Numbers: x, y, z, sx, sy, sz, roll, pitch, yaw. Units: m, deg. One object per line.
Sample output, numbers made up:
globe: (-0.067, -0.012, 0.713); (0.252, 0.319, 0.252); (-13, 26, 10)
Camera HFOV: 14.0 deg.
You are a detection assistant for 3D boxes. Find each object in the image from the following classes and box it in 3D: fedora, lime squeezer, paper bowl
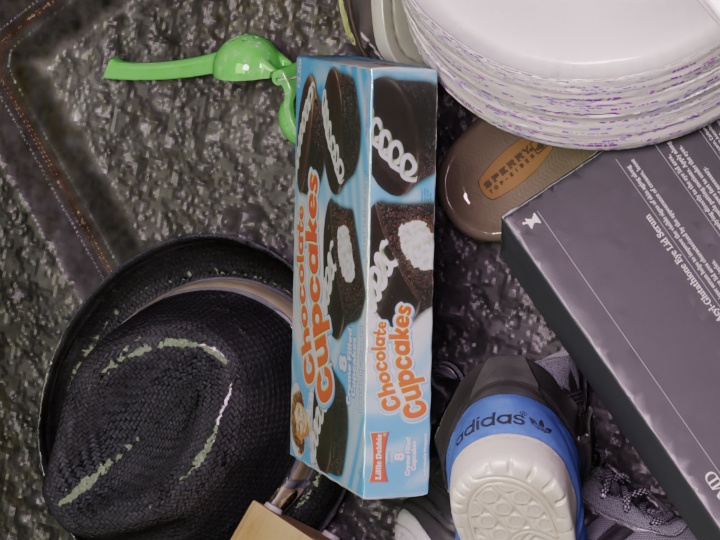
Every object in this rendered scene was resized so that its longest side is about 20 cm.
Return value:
fedora: (-0.099, 0.079, 1.497); (0.199, 0.091, 0.202); (1, 93, 24)
lime squeezer: (-0.047, -0.076, 1.496); (0.200, 0.038, 0.071); (35, 107, 18)
paper bowl: (0.110, -0.165, 1.335); (0.199, 0.105, 0.202); (-5, 59, 9)

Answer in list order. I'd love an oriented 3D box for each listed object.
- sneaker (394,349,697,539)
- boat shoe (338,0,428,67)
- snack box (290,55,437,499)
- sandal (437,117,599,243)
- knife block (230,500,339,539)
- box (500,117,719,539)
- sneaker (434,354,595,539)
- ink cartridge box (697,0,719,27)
sneaker: (0.111, 0.100, 1.412); (0.199, 0.075, 0.115); (9, 99, 26)
boat shoe: (0.020, -0.198, 1.440); (0.060, 0.071, 0.203); (9, 97, 62)
snack box: (0.000, 0.000, 1.400); (0.037, 0.116, 0.201); (-1, 97, -18)
sandal: (0.108, -0.087, 1.415); (0.200, 0.054, 0.080); (-44, 76, 20)
knife block: (-0.048, 0.215, 1.447); (0.200, 0.064, 0.176); (28, 89, 47)
box: (0.176, 0.026, 1.352); (0.141, 0.079, 0.201); (-32, 78, -8)
sneaker: (0.078, 0.131, 1.360); (0.076, 0.111, 0.201); (-6, 125, 9)
ink cartridge box: (0.207, -0.176, 1.096); (0.200, 0.146, 0.084); (-43, 77, 20)
